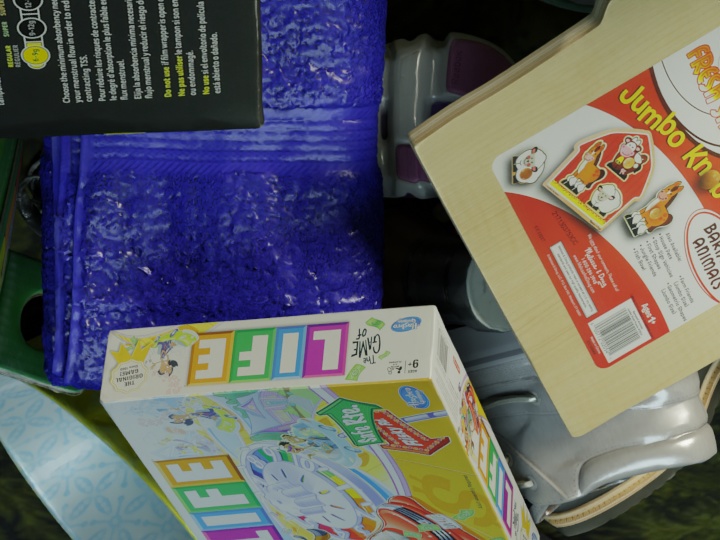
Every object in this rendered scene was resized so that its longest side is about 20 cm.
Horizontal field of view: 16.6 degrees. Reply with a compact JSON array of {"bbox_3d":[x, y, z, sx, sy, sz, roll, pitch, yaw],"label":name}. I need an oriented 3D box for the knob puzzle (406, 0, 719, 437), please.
[{"bbox_3d":[0.135,-0.046,0.985,0.220,0.030,0.220,-10,125,-14],"label":"knob puzzle"}]

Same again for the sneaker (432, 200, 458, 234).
[{"bbox_3d":[0.027,0.031,1.185,0.077,0.085,0.200,21,137,-29],"label":"sneaker"}]

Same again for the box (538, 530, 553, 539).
[{"bbox_3d":[0.066,0.251,1.391,0.124,0.197,0.200,-28,138,29],"label":"box"}]

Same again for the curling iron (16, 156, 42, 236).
[{"bbox_3d":[-0.078,0.009,1.096,0.200,0.026,0.050,35,147,18],"label":"curling iron"}]

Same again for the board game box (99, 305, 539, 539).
[{"bbox_3d":[-0.011,0.084,1.024,0.134,0.034,0.200,-5,147,15],"label":"board game box"}]

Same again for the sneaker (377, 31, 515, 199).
[{"bbox_3d":[-0.023,-0.063,1.067,0.200,0.081,0.088,3,179,9],"label":"sneaker"}]

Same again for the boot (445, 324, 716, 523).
[{"bbox_3d":[0.058,0.069,1.093,0.200,0.096,0.074,-17,-179,29],"label":"boot"}]

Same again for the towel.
[{"bbox_3d":[-0.064,-0.042,1.000,0.148,0.050,0.200,3,106,9],"label":"towel"}]

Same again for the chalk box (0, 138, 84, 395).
[{"bbox_3d":[-0.215,0.006,1.078,0.200,0.125,0.124,9,143,-6],"label":"chalk box"}]

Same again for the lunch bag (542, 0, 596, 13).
[{"bbox_3d":[0.155,-0.163,0.940,0.200,0.077,0.160,3,143,-9],"label":"lunch bag"}]

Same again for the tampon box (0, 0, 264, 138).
[{"bbox_3d":[-0.137,-0.140,0.885,0.200,0.150,0.126,-2,142,-2],"label":"tampon box"}]

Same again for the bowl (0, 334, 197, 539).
[{"bbox_3d":[-0.084,0.090,1.218,0.108,0.200,0.200,-43,149,-21],"label":"bowl"}]

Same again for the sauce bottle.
[{"bbox_3d":[0.000,0.000,1.077,0.065,0.065,0.200,25,167,-33],"label":"sauce bottle"}]

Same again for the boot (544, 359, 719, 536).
[{"bbox_3d":[0.121,0.012,1.126,0.200,0.077,0.138,-51,137,-7],"label":"boot"}]
